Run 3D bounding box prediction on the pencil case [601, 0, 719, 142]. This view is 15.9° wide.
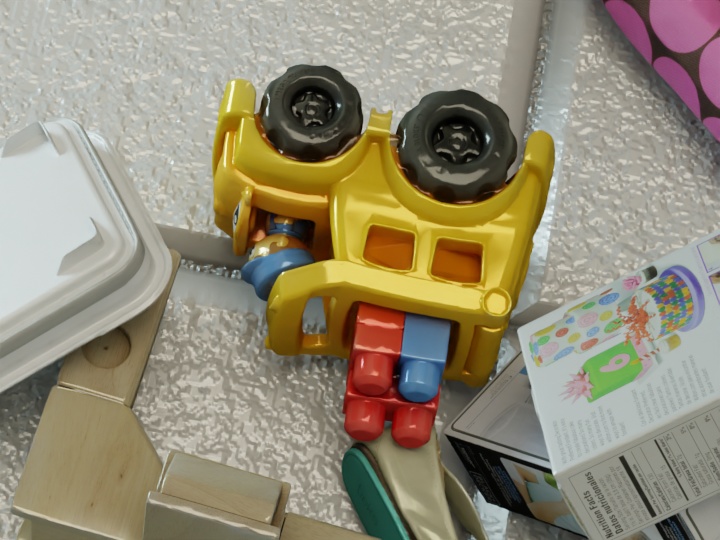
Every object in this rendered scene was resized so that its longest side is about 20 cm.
[{"bbox_3d":[0.223,-0.146,1.601,0.093,0.091,0.201,-25,69,-27],"label":"pencil case"}]

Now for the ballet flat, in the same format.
[{"bbox_3d":[0.050,0.177,1.451,0.069,0.070,0.201,-15,68,-13],"label":"ballet flat"}]

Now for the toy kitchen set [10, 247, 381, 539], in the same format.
[{"bbox_3d":[-0.072,0.082,1.421,0.198,0.163,0.182,17,65,1],"label":"toy kitchen set"}]

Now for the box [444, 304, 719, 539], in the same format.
[{"bbox_3d":[0.155,0.092,1.432,0.117,0.199,0.060,-44,122,-21],"label":"box"}]

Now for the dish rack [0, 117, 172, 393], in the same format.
[{"bbox_3d":[-0.217,-0.003,1.450,0.199,0.044,0.172,-31,44,-1],"label":"dish rack"}]

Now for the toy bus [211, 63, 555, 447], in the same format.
[{"bbox_3d":[0.000,0.000,1.481,0.198,0.136,0.193,12,64,0],"label":"toy bus"}]

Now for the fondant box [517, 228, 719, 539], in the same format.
[{"bbox_3d":[0.189,0.045,1.350,0.199,0.058,0.145,-26,29,9],"label":"fondant box"}]
